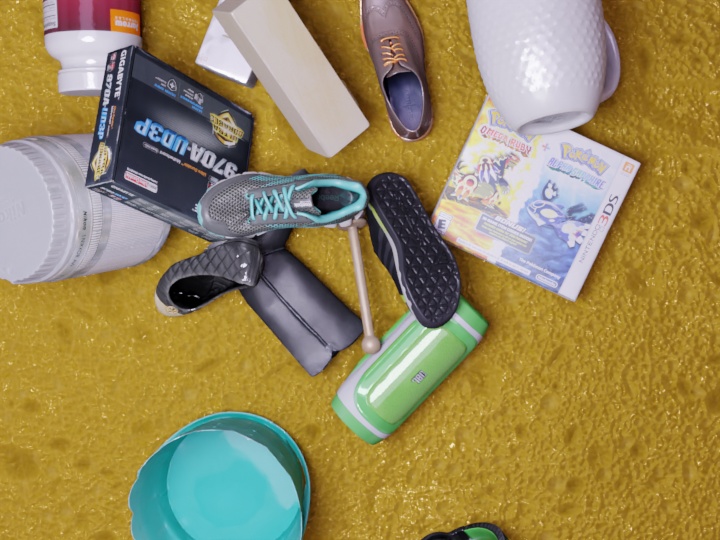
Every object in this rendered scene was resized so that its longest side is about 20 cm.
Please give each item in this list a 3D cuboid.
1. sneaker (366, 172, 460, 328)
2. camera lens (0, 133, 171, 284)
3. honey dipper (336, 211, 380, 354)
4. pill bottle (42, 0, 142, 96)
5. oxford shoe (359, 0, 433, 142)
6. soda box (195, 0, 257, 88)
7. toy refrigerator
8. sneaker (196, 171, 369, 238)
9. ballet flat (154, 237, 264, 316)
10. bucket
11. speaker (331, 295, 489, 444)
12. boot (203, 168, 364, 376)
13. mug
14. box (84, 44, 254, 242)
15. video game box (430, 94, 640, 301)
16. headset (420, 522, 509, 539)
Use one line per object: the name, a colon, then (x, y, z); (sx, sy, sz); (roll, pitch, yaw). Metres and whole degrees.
sneaker: (0.057, -0.021, 1.268); (0.072, 0.083, 0.201); (-14, 72, -18)
camera lens: (-0.322, -0.073, 1.221); (0.160, 0.200, 0.161); (5, 101, 31)
honey dipper: (0.000, 0.000, 1.282); (0.038, 0.038, 0.201); (-11, 80, 3)
pill bottle: (-0.311, -0.307, 1.261); (0.113, 0.113, 0.201); (-2, 94, 3)
oxford shoe: (0.045, -0.252, 1.267); (0.071, 0.073, 0.201); (-17, 93, 4)
soda box: (-0.124, -0.321, 1.276); (0.068, 0.064, 0.201); (22, 94, 1)
toy refrigerator: (-0.076, -0.231, 1.232); (0.070, 0.076, 0.200); (-40, 116, -10)
sneaker: (-0.081, -0.079, 1.206); (0.199, 0.091, 0.078); (-9, 92, -17)
ballet flat: (-0.183, 0.017, 1.258); (0.066, 0.200, 0.057); (27, 55, -30)
bucket: (-0.159, 0.270, 1.281); (0.206, 0.135, 0.208); (0, 95, 2)
speaker: (0.059, 0.111, 1.286); (0.088, 0.088, 0.200); (43, 95, -1)
boot: (-0.064, 0.004, 1.293); (0.165, 0.066, 0.200); (-41, 88, 13)
mug: (0.222, -0.248, 1.224); (0.200, 0.147, 0.176); (-2, 79, -38)
box: (-0.208, -0.136, 1.211); (0.046, 0.200, 0.159); (-6, 69, 35)
video game box: (0.203, -0.086, 1.286); (0.200, 0.047, 0.183); (25, 92, 1)
headset: (0.100, 0.380, 1.294); (0.200, 0.124, 0.094); (-28, 112, 18)
